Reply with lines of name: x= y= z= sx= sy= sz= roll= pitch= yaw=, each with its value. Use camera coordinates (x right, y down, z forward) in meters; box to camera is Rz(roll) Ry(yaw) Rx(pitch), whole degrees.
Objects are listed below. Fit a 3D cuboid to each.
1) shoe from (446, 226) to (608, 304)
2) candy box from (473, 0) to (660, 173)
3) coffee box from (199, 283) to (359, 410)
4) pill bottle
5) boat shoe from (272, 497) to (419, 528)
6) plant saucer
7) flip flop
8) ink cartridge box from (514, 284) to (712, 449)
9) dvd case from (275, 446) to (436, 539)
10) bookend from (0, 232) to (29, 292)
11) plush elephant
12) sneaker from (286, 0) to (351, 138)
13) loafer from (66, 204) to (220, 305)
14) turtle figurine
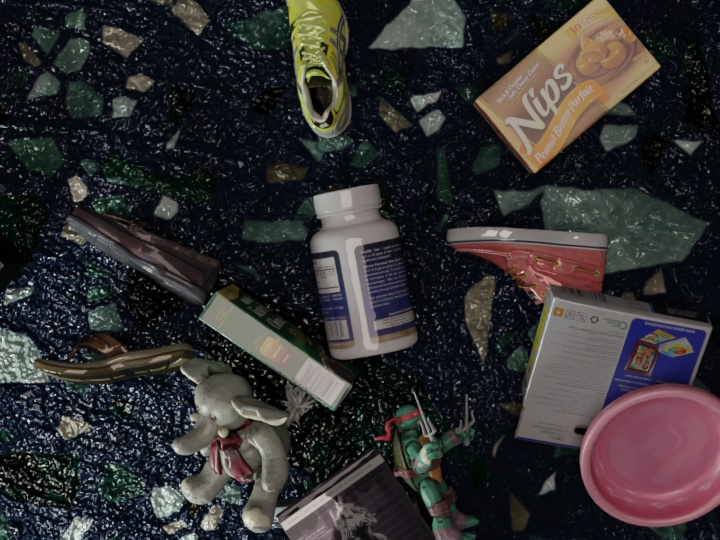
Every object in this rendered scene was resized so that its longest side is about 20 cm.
shoe: x=0.203 y=-0.005 z=1.561 sx=0.199 sy=0.071 sz=0.092 roll=3 pitch=91 yaw=-1
candy box: x=0.249 y=-0.225 z=1.553 sx=0.200 sy=0.055 sz=0.116 roll=-40 pitch=91 yaw=5
coffee box: x=-0.097 y=0.091 z=1.557 sx=0.200 sy=0.123 sz=0.044 roll=34 pitch=96 yaw=2
pill bottle: x=0.000 y=0.000 z=1.552 sx=0.110 sy=0.111 sz=0.201 roll=-10 pitch=93 yaw=3
boat shoe: x=-0.027 y=0.333 z=1.592 sx=0.199 sy=0.071 sz=0.091 roll=1 pitch=89 yaw=1
plant saucer: x=0.365 y=0.218 z=1.550 sx=0.199 sy=0.051 sz=0.201 roll=0 pitch=116 yaw=1
flip flop: x=-0.308 y=0.104 z=1.596 sx=0.199 sy=0.081 sz=0.058 roll=-9 pitch=76 yaw=2
ink cartridge box: x=0.303 y=0.128 z=1.557 sx=0.197 sy=0.047 sz=0.201 roll=10 pitch=118 yaw=-4
dvd case: x=0.012 y=0.340 z=1.556 sx=0.148 sy=0.016 sz=0.200 roll=-34 pitch=94 yaw=-6
bookend: x=-0.560 y=-0.007 z=1.590 sx=0.199 sy=0.092 sz=0.200 roll=44 pitch=96 yaw=1
plush elephant: x=-0.157 y=0.193 z=1.542 sx=0.155 sy=0.164 sz=0.200 roll=42 pitch=77 yaw=-40
sneaker: x=-0.047 y=-0.265 z=1.556 sx=0.075 sy=0.076 sz=0.201 roll=-12 pitch=92 yaw=5
loafer: x=-0.268 y=-0.031 z=1.593 sx=0.199 sy=0.072 sz=0.063 roll=32 pitch=75 yaw=-5
turtle figurine: x=0.090 y=0.231 z=1.556 sx=0.100 sy=0.150 sz=0.201 roll=-14 pitch=98 yaw=29
